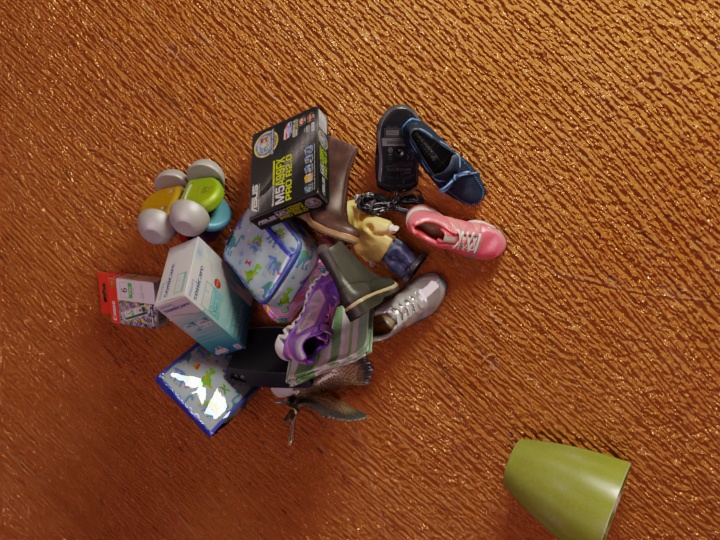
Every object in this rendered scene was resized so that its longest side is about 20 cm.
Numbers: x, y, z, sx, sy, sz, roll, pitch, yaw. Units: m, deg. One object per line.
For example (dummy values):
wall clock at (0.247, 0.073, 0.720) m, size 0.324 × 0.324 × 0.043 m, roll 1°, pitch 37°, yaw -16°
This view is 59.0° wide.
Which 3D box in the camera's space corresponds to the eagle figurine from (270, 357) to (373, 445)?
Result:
eagle figurine at (-0.077, 0.255, 1.326) m, size 0.197 × 0.149 × 0.156 m, roll -27°, pitch 79°, yaw 34°

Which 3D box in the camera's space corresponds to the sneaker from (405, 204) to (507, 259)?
sneaker at (0.172, -0.058, 1.161) m, size 0.194 × 0.087 × 0.076 m, roll 16°, pitch 110°, yaw 4°

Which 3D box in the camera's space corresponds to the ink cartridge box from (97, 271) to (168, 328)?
ink cartridge box at (-0.547, 0.067, 1.490) m, size 0.193 × 0.050 × 0.113 m, roll 5°, pitch 106°, yaw 18°

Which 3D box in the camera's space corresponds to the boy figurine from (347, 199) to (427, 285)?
boy figurine at (0.031, -0.057, 1.235) m, size 0.198 × 0.064 × 0.126 m, roll 39°, pitch 140°, yaw 11°

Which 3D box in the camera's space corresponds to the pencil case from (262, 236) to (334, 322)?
pencil case at (-0.115, 0.022, 1.299) m, size 0.199 × 0.087 × 0.088 m, roll -41°, pitch 88°, yaw 22°

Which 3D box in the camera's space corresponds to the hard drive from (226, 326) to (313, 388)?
hard drive at (-0.180, 0.178, 1.337) m, size 0.193 × 0.137 × 0.043 m, roll 0°, pitch 137°, yaw 18°

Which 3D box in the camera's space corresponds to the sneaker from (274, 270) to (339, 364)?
sneaker at (-0.078, 0.097, 1.222) m, size 0.087 × 0.080 × 0.203 m, roll 24°, pitch 79°, yaw 46°

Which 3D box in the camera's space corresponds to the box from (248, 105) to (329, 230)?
box at (-0.136, -0.195, 1.210) m, size 0.156 × 0.044 × 0.206 m, roll -16°, pitch 59°, yaw 24°

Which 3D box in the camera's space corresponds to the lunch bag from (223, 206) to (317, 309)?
lunch bag at (-0.179, -0.040, 1.261) m, size 0.162 × 0.082 × 0.200 m, roll -52°, pitch 52°, yaw 13°

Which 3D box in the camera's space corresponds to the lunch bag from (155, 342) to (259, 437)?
lunch bag at (-0.326, 0.250, 1.374) m, size 0.170 × 0.200 × 0.128 m, roll 43°, pitch 113°, yaw 4°

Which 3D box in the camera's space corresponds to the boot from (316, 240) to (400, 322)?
boot at (0.000, 0.000, 1.170) m, size 0.076 × 0.199 × 0.141 m, roll -31°, pitch 88°, yaw 18°

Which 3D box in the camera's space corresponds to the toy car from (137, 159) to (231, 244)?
toy car at (-0.355, -0.119, 1.328) m, size 0.194 × 0.179 × 0.152 m, roll -11°, pitch 135°, yaw 22°

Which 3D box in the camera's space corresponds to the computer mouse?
computer mouse at (0.062, -0.207, 1.186) m, size 0.133 × 0.053 × 0.207 m, roll 4°, pitch 111°, yaw -7°

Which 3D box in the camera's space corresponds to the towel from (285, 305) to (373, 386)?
towel at (-0.060, 0.133, 1.249) m, size 0.196 × 0.156 × 0.023 m, roll -25°, pitch 129°, yaw 25°

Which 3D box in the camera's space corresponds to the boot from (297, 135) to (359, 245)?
boot at (-0.045, -0.154, 1.187) m, size 0.198 × 0.071 × 0.170 m, roll 32°, pitch 98°, yaw 41°

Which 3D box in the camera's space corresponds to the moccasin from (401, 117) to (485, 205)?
moccasin at (0.145, -0.182, 1.134) m, size 0.198 × 0.069 × 0.081 m, roll 37°, pitch 107°, yaw -13°

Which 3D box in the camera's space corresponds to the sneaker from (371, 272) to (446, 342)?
sneaker at (0.085, 0.080, 1.242) m, size 0.198 × 0.081 × 0.077 m, roll -38°, pitch 88°, yaw 23°

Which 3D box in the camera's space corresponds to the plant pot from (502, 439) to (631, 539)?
plant pot at (0.372, 0.401, 1.180) m, size 0.196 × 0.185 × 0.193 m, roll 21°, pitch 111°, yaw 29°

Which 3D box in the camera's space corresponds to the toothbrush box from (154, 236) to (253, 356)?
toothbrush box at (-0.312, 0.057, 1.299) m, size 0.083 × 0.150 × 0.201 m, roll -17°, pitch 136°, yaw 23°
